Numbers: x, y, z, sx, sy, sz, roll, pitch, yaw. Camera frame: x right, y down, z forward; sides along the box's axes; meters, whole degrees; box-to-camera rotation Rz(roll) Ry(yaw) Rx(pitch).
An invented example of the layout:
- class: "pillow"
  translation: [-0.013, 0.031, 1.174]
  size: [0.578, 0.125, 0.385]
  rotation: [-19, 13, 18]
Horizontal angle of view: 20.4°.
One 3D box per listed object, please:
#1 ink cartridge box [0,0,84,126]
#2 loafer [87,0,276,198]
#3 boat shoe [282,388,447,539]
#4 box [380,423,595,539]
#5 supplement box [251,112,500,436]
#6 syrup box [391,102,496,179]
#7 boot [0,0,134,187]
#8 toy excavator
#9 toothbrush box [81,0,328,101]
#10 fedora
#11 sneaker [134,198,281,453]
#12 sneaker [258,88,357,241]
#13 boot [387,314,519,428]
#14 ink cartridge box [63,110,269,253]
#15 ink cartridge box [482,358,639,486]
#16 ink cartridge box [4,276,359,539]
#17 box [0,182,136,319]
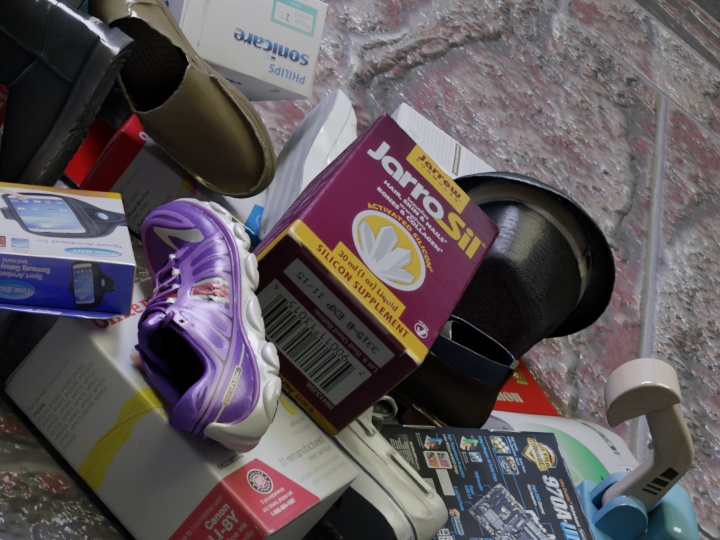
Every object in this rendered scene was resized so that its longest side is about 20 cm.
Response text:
- class: "ink cartridge box"
  translation: [-0.249, -0.229, 1.542]
  size: [0.085, 0.200, 0.148]
  rotation: [35, 27, -12]
- class: "loafer"
  translation: [-0.138, -0.127, 1.496]
  size: [0.200, 0.076, 0.068]
  rotation: [50, 19, -18]
- class: "boat shoe"
  translation: [-0.011, 0.118, 1.432]
  size: [0.086, 0.075, 0.202]
  rotation: [-27, 58, -38]
- class: "box"
  translation: [0.091, 0.198, 1.467]
  size: [0.157, 0.046, 0.201]
  rotation: [4, 39, -19]
- class: "supplement box"
  translation: [0.000, 0.000, 1.421]
  size: [0.131, 0.103, 0.200]
  rotation: [44, 34, -7]
- class: "syrup box"
  translation: [0.091, -0.060, 1.895]
  size: [0.199, 0.079, 0.082]
  rotation: [36, 25, -12]
- class: "boot"
  translation: [-0.284, -0.157, 1.450]
  size: [0.199, 0.166, 0.066]
  rotation: [34, 15, 2]
- class: "toy excavator"
  translation: [0.217, 0.181, 1.543]
  size: [0.194, 0.200, 0.100]
  rotation: [37, 24, -19]
- class: "toothbrush box"
  translation: [-0.148, -0.195, 1.639]
  size: [0.146, 0.086, 0.199]
  rotation: [16, -8, -41]
- class: "fedora"
  translation: [0.126, 0.011, 1.748]
  size: [0.200, 0.200, 0.092]
  rotation: [36, 50, -10]
- class: "sneaker"
  translation: [-0.110, 0.025, 1.290]
  size: [0.083, 0.081, 0.201]
  rotation: [14, 36, -33]
- class: "sneaker"
  translation: [-0.012, -0.053, 1.607]
  size: [0.115, 0.074, 0.201]
  rotation: [38, 36, -18]
- class: "boot"
  translation: [0.033, 0.052, 1.617]
  size: [0.200, 0.097, 0.075]
  rotation: [40, 25, -5]
- class: "ink cartridge box"
  translation: [-0.146, -0.075, 1.597]
  size: [0.199, 0.067, 0.116]
  rotation: [38, 26, -10]
- class: "ink cartridge box"
  translation: [0.155, 0.134, 1.721]
  size: [0.160, 0.050, 0.201]
  rotation: [10, 42, -49]
- class: "ink cartridge box"
  translation: [-0.118, 0.107, 1.334]
  size: [0.200, 0.084, 0.145]
  rotation: [46, 25, 10]
- class: "box"
  translation: [-0.212, -0.015, 1.326]
  size: [0.118, 0.042, 0.200]
  rotation: [5, 14, -12]
